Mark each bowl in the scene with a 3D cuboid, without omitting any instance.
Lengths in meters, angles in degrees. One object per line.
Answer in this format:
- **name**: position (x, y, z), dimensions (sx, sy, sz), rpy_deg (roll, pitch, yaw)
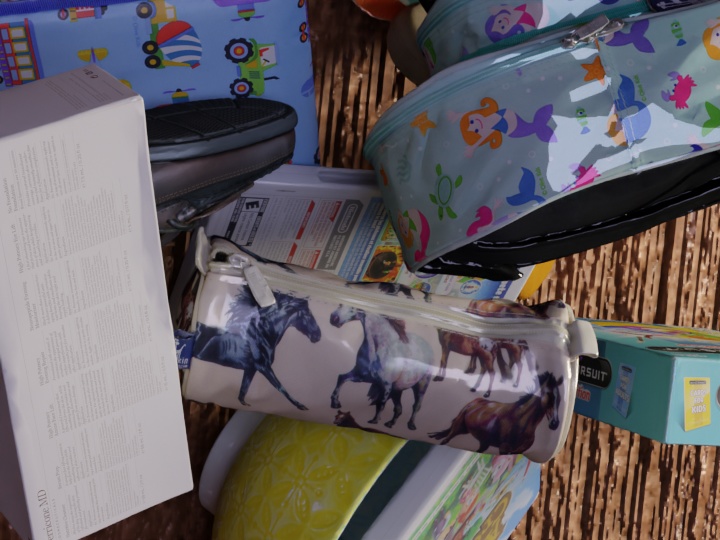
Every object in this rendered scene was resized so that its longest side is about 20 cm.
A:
- **bowl**: position (-0.023, 0.124, 0.945), dimensions (0.107, 0.200, 0.201), rpy_deg (30, 81, 21)

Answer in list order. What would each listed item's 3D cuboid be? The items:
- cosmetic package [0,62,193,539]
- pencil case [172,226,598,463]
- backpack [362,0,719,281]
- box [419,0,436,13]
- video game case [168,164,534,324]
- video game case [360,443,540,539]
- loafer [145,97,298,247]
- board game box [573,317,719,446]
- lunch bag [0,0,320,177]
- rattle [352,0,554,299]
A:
- **cosmetic package**: position (-0.128, 0.019, 0.747), dimensions (0.082, 0.051, 0.201), rpy_deg (-22, 125, -29)
- **pencil case**: position (0.009, 0.037, 0.828), dimensions (0.198, 0.090, 0.078), rpy_deg (10, 57, -1)
- **backpack**: position (0.099, -0.075, 0.841), dimensions (0.199, 0.178, 0.151), rpy_deg (-25, 87, -9)
- **box**: position (0.111, -0.213, 0.956), dimensions (0.199, 0.142, 0.079), rpy_deg (-12, 138, -20)
- **video game case**: position (0.000, 0.000, 0.953), dimensions (0.199, 0.018, 0.144), rpy_deg (3, 137, -22)
- **video game case**: position (0.039, 0.155, 0.947), dimensions (0.022, 0.182, 0.200), rpy_deg (30, 65, 21)
- **loafer**: position (-0.117, -0.033, 0.806), dimensions (0.199, 0.072, 0.063), rpy_deg (-17, 115, -31)
- **board game box**: position (0.186, 0.061, 0.986), dimensions (0.150, 0.200, 0.047), rpy_deg (5, 93, -23)
- **lunch bag**: position (-0.129, -0.091, 0.881), dimensions (0.199, 0.094, 0.151), rpy_deg (-16, 133, -12)
- **rattle**: position (0.052, -0.096, 1.009), dimensions (0.199, 0.143, 0.131), rpy_deg (25, 57, -4)
